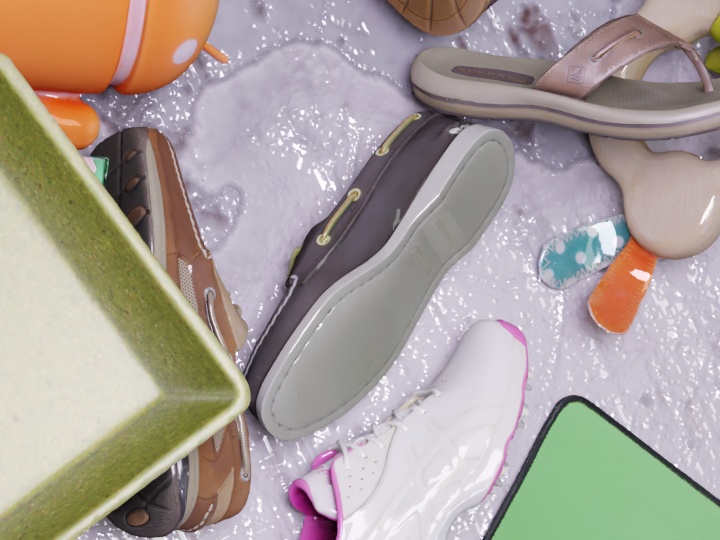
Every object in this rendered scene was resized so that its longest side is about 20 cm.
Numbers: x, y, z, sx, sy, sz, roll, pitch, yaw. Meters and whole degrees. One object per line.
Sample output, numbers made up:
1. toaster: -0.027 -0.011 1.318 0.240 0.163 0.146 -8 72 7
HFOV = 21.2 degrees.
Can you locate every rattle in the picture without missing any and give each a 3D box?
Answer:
1. rattle: 0.188 -0.055 1.101 0.130 0.143 0.201 16 90 12

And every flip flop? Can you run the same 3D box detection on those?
1. flip flop: 0.123 -0.108 1.010 0.081 0.199 0.058 -40 136 -64

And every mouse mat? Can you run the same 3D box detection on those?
1. mouse mat: 0.127 0.189 1.044 0.161 0.008 0.200 37 67 -14

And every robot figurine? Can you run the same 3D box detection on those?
1. robot figurine: -0.152 -0.144 0.912 0.199 0.117 0.144 2 67 -21

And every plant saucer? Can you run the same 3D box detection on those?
1. plant saucer: -0.185 0.038 0.847 0.199 0.048 0.200 -37 89 -15

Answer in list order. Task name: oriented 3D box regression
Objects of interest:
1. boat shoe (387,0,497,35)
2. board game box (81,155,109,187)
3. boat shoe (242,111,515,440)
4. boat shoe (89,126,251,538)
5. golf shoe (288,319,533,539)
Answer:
1. boat shoe: 0.007 -0.217 1.036 0.200 0.072 0.072 48 35 2
2. board game box: -0.222 0.005 0.887 0.199 0.029 0.135 6 79 -12
3. boat shoe: 0.000 0.000 0.993 0.201 0.060 0.072 -50 140 -19
4. boat shoe: -0.096 0.032 0.941 0.074 0.075 0.201 8 70 -45
5. golf shoe: 0.020 0.102 0.976 0.091 0.075 0.201 31 69 -13
